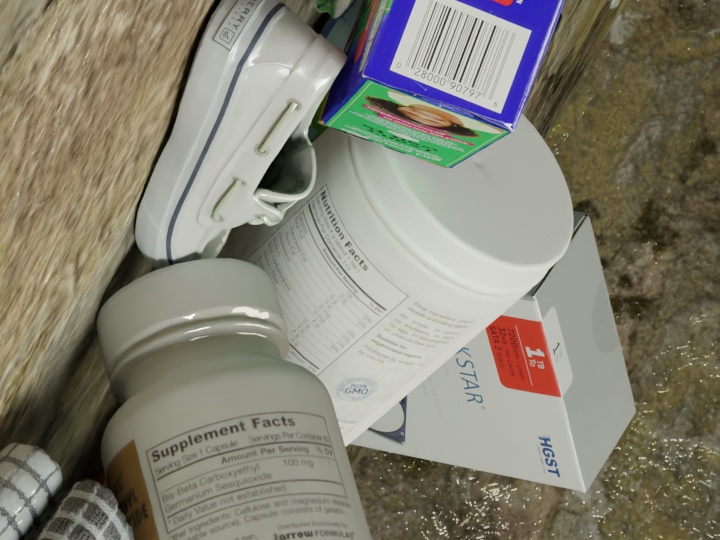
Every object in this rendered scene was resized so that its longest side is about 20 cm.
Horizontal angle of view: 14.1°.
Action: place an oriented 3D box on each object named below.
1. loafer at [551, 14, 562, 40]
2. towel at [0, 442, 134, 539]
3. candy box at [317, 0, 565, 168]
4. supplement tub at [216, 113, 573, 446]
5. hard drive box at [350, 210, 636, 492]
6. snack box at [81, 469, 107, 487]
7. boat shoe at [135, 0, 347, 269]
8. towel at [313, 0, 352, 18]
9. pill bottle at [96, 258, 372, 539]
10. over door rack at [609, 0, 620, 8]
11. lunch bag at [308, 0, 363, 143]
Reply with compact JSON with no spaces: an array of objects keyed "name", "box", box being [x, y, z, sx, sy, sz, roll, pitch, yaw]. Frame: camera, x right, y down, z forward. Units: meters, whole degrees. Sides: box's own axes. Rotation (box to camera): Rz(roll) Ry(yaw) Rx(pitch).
[{"name":"loafer","box":[0.051,-0.108,1.830,0.200,0.073,0.072,-38,150,-29]},{"name":"towel","box":[-0.181,0.192,1.334,0.166,0.085,0.200,-56,173,-32]},{"name":"candy box","box":[0.051,-0.141,1.307,0.200,0.077,0.170,141,-30,-84]},{"name":"supplement tub","box":[0.000,0.000,1.498,0.200,0.132,0.132,-42,-174,36]},{"name":"hard drive box","box":[0.047,0.034,1.715,0.077,0.199,0.156,-53,139,-38]},{"name":"snack box","box":[-0.115,0.172,1.512,0.200,0.053,0.143,152,-51,-70]},{"name":"boat shoe","box":[-0.054,-0.048,1.337,0.074,0.067,0.200,-57,173,-30]},{"name":"towel","box":[0.031,-0.227,1.436,0.200,0.023,0.153,-61,176,-10]},{"name":"pill bottle","box":[-0.060,0.102,1.364,0.114,0.114,0.201,110,-33,-59]},{"name":"over door rack","box":[0.077,-0.134,1.978,0.200,0.067,0.148,-16,139,-52]},{"name":"lunch bag","box":[0.013,-0.097,1.636,0.200,0.082,0.161,-52,173,-50]}]
